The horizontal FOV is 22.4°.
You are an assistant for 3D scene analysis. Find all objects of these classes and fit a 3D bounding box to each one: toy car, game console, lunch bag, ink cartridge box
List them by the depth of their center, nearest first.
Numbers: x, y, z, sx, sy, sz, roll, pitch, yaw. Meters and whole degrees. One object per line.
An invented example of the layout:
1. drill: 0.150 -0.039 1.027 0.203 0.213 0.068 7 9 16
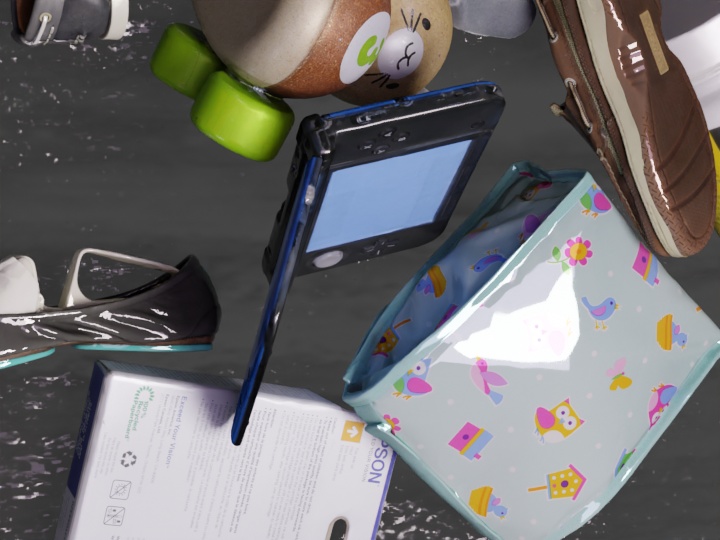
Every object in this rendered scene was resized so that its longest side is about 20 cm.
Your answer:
1. game console: 0.000 0.000 1.036 0.170 0.200 0.119 -14 71 -15
2. toy car: 0.009 -0.138 1.061 0.199 0.158 0.165 21 107 -32
3. lunch bag: 0.103 0.059 1.138 0.200 0.122 0.170 -48 112 -9
4. ink cartridge box: -0.090 0.165 1.138 0.199 0.043 0.197 11 99 -25

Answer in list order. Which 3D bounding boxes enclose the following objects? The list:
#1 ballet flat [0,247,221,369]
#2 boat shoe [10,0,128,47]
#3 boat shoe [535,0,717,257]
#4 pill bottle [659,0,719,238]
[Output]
1. ballet flat: -0.179 0.023 1.073 0.199 0.068 0.069 -6 93 -27
2. boat shoe: -0.175 -0.225 1.014 0.067 0.072 0.201 -10 106 -20
3. boat shoe: 0.154 -0.103 1.095 0.075 0.075 0.203 -23 99 -46
4. pill bottle: 0.257 -0.086 1.161 0.114 0.114 0.200 -37 109 -7
